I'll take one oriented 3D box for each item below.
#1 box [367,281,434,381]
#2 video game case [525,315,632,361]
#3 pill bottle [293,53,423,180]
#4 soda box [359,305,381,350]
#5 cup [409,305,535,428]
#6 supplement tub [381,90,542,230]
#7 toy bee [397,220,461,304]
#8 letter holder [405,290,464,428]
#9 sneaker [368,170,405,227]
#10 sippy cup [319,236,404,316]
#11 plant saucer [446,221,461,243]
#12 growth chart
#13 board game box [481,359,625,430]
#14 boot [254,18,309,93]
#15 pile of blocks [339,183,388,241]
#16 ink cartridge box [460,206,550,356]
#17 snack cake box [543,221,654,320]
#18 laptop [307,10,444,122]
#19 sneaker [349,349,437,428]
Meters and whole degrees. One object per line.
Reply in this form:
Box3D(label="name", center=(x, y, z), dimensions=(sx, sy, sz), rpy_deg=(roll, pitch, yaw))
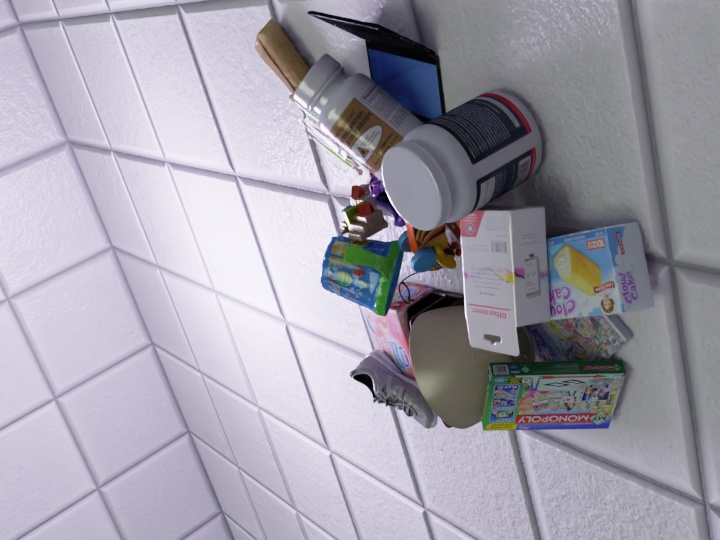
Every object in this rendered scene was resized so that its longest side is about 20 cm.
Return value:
Box3D(label="box", center=(0.101, 0.135, 1.720), dimensions=(0.102, 0.094, 0.202), rpy_deg=(10, 125, 54))
Box3D(label="video game case", center=(0.319, 0.090, 1.401), dimensions=(0.144, 0.018, 0.200), rpy_deg=(52, 151, 15))
Box3D(label="pill bottle", center=(-0.004, -0.247, 1.454), dimensions=(0.200, 0.115, 0.114), rpy_deg=(39, 151, -3))
Box3D(label="soda box", center=(0.060, 0.123, 1.811), dimensions=(0.070, 0.063, 0.202), rpy_deg=(10, 124, 55))
Box3D(label="cup", center=(0.193, 0.136, 1.463), dimensions=(0.143, 0.200, 0.202), rpy_deg=(-27, 93, 34))
Box3D(label="supplement tub", center=(0.142, -0.153, 1.270), dimensions=(0.140, 0.199, 0.141), rpy_deg=(39, 145, 34))
Box3D(label="toy bee", center=(0.117, -0.044, 1.511), dimensions=(0.200, 0.108, 0.132), rpy_deg=(112, 137, -66))
Box3D(label="letter holder", center=(0.142, 0.159, 1.625), dimensions=(0.100, 0.142, 0.202), rpy_deg=(7, 123, 56))
Box3D(label="sneaker", center=(0.041, -0.166, 1.552), dimensions=(0.201, 0.083, 0.081), rpy_deg=(58, 152, 6))
Box3D(label="sippy cup", center=(0.000, 0.000, 1.612), dimensions=(0.129, 0.140, 0.179), rpy_deg=(15, 132, 7))
Box3D(label="plant saucer", center=(0.139, -0.100, 1.425), dimensions=(0.201, 0.032, 0.200), rpy_deg=(54, -178, -2))
Box3D(label="growth chart", center=(-0.061, -0.239, 1.594), dimensions=(0.144, 0.018, 0.200), rpy_deg=(37, 175, 11))
Box3D(label="board game box", center=(0.288, 0.191, 1.382), dimensions=(0.029, 0.198, 0.135), rpy_deg=(-92, 1, -47))
Box3D(label="boot", center=(-0.114, -0.368, 1.635), dimensions=(0.201, 0.066, 0.175), rpy_deg=(55, 154, 11))
Box3D(label="pile of blocks", center=(-0.008, -0.112, 1.628), dimensions=(0.200, 0.081, 0.063), rpy_deg=(-111, 0, -70))
Box3D(label="ink cartridge box", center=(0.205, 0.012, 1.293), dimensions=(0.116, 0.067, 0.202), rpy_deg=(8, 103, 59))
Box3D(label="snack cake box", center=(0.300, 0.006, 1.265), dimensions=(0.199, 0.067, 0.116), rpy_deg=(-13, 87, 58))
Box3D(label="laptop", center=(0.027, -0.312, 1.414), dimensions=(0.177, 0.199, 0.104), rpy_deg=(27, 101, 45))
Box3D(label="sneaker", center=(0.061, 0.234, 1.690), dimensions=(0.200, 0.082, 0.075), rpy_deg=(37, 145, 35))
